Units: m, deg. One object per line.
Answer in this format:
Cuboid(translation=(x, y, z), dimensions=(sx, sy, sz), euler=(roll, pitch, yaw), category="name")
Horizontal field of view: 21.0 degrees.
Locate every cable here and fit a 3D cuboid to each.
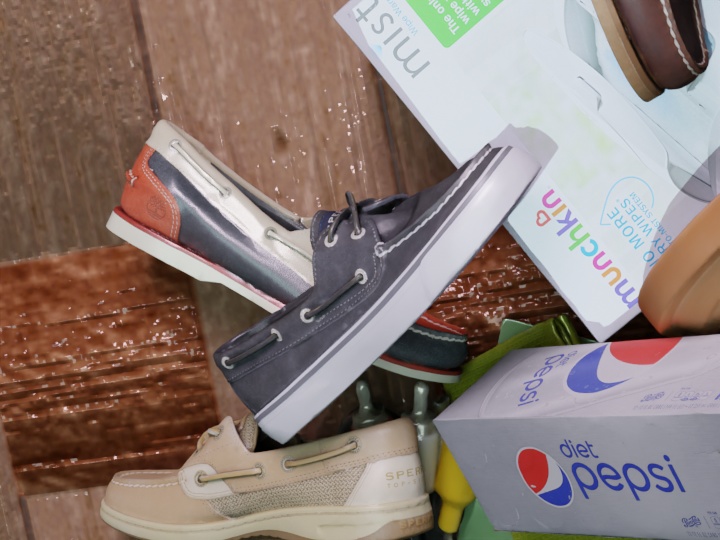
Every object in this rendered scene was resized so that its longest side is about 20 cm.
Cuboid(translation=(0.027, 0.148, 1.006), dimensions=(0.097, 0.050, 0.201), euler=(6, 105, 29), category="cable")

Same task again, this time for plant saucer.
Cuboid(translation=(0.211, -0.032, 0.851), dimensions=(0.200, 0.200, 0.032), euler=(-40, 72, 17), category="plant saucer")

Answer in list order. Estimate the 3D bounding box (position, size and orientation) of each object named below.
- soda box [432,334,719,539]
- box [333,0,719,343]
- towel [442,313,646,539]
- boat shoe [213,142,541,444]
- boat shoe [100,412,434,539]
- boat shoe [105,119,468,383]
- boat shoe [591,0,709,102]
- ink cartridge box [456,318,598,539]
Cuboid(translation=(0.124, 0.073, 0.856), dimensions=(0.200, 0.063, 0.068), euler=(-9, 115, 55), category="soda box")
Cuboid(translation=(0.120, -0.102, 0.914), dimensions=(0.176, 0.097, 0.200), euler=(-39, 91, 15), category="box")
Cuboid(translation=(0.111, 0.128, 0.969), dimensions=(0.086, 0.018, 0.201), euler=(-30, 80, 32), category="towel")
Cuboid(translation=(0.000, 0.000, 0.893), dimensions=(0.066, 0.070, 0.200), euler=(44, 127, -1), category="boat shoe")
Cuboid(translation=(-0.051, 0.104, 0.995), dimensions=(0.199, 0.071, 0.065), euler=(-5, 93, 32), category="boat shoe")
Cuboid(translation=(-0.030, -0.006, 0.982), dimensions=(0.199, 0.071, 0.063), euler=(27, 94, 3), category="boat shoe")
Cuboid(translation=(0.112, -0.174, 0.814), dimensions=(0.070, 0.070, 0.201), euler=(-18, 96, 18), category="boat shoe")
Cuboid(translation=(0.152, 0.118, 0.976), dimensions=(0.199, 0.048, 0.146), euler=(13, 105, 8), category="ink cartridge box")
